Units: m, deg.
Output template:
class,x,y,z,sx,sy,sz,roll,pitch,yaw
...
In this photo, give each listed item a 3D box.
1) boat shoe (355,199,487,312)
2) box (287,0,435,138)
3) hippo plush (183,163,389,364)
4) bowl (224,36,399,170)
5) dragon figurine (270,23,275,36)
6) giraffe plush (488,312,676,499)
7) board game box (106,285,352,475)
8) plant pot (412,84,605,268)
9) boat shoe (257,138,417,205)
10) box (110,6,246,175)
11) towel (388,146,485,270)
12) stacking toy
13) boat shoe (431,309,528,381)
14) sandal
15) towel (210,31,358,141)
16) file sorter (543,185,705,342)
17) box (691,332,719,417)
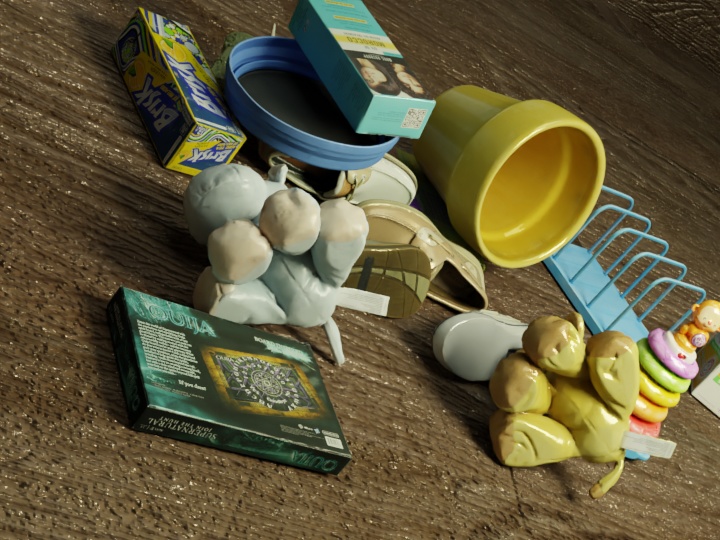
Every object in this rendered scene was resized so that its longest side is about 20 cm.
class,x,y,z,sx,sy,sz,roll,pitch,yaw
boat shoe,0.068,-0.014,1.415,0.199,0.071,0.065,27,27,-29
box,-0.002,-0.223,1.369,0.082,0.049,0.200,2,41,-33
hippo plush,-0.073,-0.040,1.157,0.199,0.159,0.161,17,34,-40
bowl,-0.052,-0.177,1.353,0.199,0.040,0.201,18,34,-13
dragon figurine,-0.041,-0.235,1.639,0.200,0.059,0.099,41,25,0
giraffe plush,0.215,0.120,1.327,0.199,0.173,0.162,31,12,-16
board game box,-0.107,0.092,1.047,0.199,0.028,0.136,20,31,-35
plant pot,0.169,-0.134,1.582,0.200,0.202,0.189,15,19,-42
boat shoe,-0.025,-0.107,1.444,0.199,0.075,0.069,19,32,-19
box,-0.194,-0.187,1.340,0.070,0.064,0.200,14,35,-42
towel,0.083,-0.088,1.616,0.143,0.023,0.201,23,31,-34
stacking toy,0.340,0.109,1.443,0.116,0.200,0.110,37,25,-8
boat shoe,0.133,0.074,1.385,0.199,0.071,0.070,4,16,-47
sandal,0.000,0.000,1.312,0.199,0.081,0.054,7,19,-44
towel,-0.074,-0.197,1.434,0.199,0.037,0.149,24,32,-6
file sorter,0.354,-0.005,1.742,0.138,0.123,0.200,15,35,-44
box,0.564,0.176,1.763,0.200,0.101,0.113,40,24,-2
